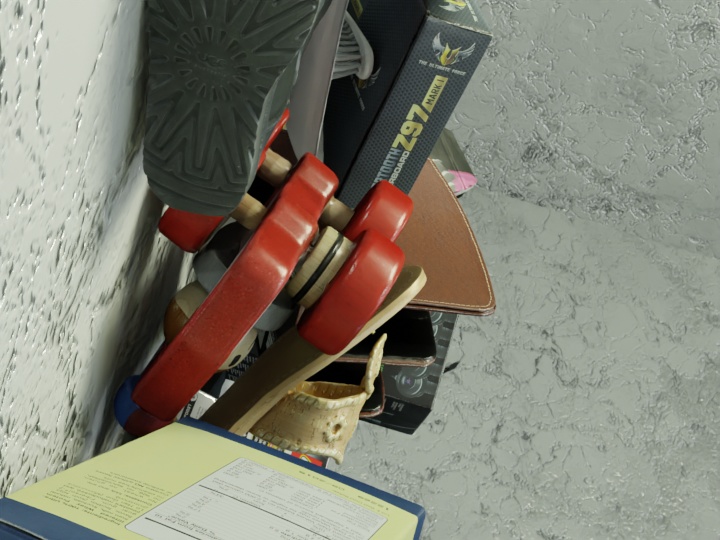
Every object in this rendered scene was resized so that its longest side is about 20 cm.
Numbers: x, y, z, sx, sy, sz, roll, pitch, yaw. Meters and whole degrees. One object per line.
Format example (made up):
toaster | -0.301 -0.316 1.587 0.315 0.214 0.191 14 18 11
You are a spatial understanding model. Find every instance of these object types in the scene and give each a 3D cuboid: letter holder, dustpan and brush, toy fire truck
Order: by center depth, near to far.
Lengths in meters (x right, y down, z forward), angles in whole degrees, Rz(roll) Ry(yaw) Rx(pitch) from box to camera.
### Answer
toy fire truck | -0.065 0.010 0.708 0.168 0.112 0.200 -52 -172 20
dustpan and brush | -0.025 -0.165 0.841 0.200 0.057 0.140 -116 -149 -45
letter holder | 0.000 0.000 0.916 0.200 0.141 0.101 -108 -151 -52

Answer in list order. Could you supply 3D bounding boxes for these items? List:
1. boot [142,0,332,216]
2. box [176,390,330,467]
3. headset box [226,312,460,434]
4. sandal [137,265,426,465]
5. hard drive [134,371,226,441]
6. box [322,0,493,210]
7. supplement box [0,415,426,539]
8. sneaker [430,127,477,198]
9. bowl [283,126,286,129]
boot | -0.034 -0.144 0.589 0.201 0.065 0.165 -68 -177 -49
box | -0.100 0.180 0.764 0.035 0.110 0.201 -9 -124 56
headset box | -0.017 0.061 1.098 0.174 0.199 0.093 100 8 -76
sandal | -0.039 0.083 0.725 0.211 0.070 0.078 -34 -165 -7
hard drive | -0.139 0.168 0.879 0.140 0.033 0.201 -69 175 -77
box | 0.009 -0.147 0.871 0.158 0.051 0.201 -61 -151 33
supplement box | -0.080 0.192 0.564 0.200 0.133 0.201 -12 119 -74
sneaker | -0.003 -0.073 1.105 0.086 0.199 0.081 129 -50 -57
bowl | 0.004 -0.193 1.148 0.201 0.094 0.202 18 90 -89
